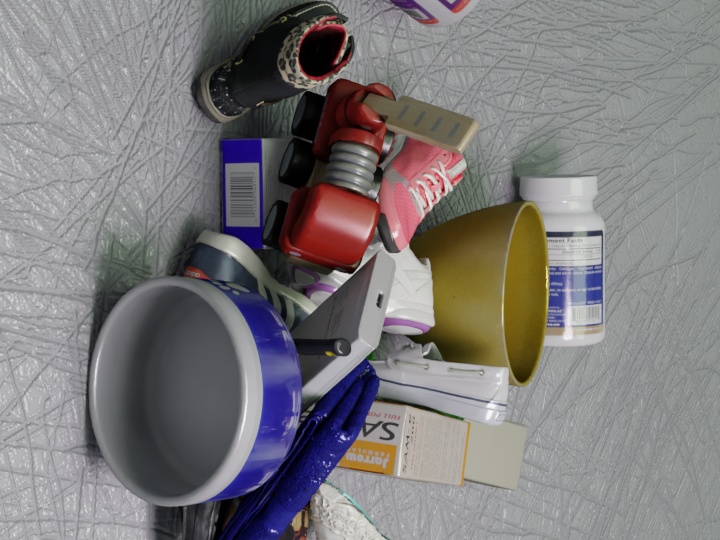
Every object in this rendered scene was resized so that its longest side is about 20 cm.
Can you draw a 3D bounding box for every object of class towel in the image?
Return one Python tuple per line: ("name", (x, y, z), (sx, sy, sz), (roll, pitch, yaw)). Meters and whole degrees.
("towel", (-0.061, 0.181, 1.580), (0.049, 0.201, 0.148), (35, 25, -4))

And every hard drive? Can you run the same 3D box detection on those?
("hard drive", (-0.045, 0.081, 1.582), (0.026, 0.200, 0.132), (36, 35, -16))

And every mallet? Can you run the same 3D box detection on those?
("mallet", (-0.067, 0.074, 1.544), (0.066, 0.199, 0.041), (35, 69, -39))

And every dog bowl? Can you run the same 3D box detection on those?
("dog bowl", (-0.149, 0.107, 1.511), (0.078, 0.199, 0.202), (3, 90, -50))

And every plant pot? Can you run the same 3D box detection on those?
("plant pot", (0.116, 0.023, 1.852), (0.200, 0.141, 0.202), (2, 90, -70))

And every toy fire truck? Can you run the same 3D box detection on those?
("toy fire truck", (0.008, -0.093, 1.563), (0.128, 0.200, 0.178), (19, 75, -14))

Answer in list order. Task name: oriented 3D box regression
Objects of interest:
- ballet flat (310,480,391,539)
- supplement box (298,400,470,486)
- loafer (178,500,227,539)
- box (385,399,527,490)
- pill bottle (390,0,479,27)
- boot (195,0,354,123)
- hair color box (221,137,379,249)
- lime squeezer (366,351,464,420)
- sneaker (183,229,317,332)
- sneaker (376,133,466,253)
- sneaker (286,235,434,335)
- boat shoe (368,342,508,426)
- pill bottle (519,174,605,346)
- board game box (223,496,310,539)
("ballet flat", (-0.011, 0.284, 1.772), (0.072, 0.071, 0.200), (-69, 153, -20))
("supplement box", (0.023, 0.175, 1.745), (0.200, 0.125, 0.074), (24, 73, -66))
("loafer", (-0.160, 0.186, 1.611), (0.068, 0.070, 0.203), (84, 10, -83))
("box", (0.107, 0.196, 1.930), (0.199, 0.068, 0.083), (23, 76, -49))
("pill bottle", (0.041, -0.348, 1.777), (0.199, 0.111, 0.112), (30, 70, -48))
("boot", (-0.049, -0.216, 1.639), (0.203, 0.153, 0.074), (-41, 109, -39))
("hair color box", (-0.053, -0.080, 1.720), (0.199, 0.064, 0.111), (-4, 95, -49))
("lime squeezer", (0.032, 0.098, 1.821), (0.200, 0.070, 0.038), (51, 32, -19))
("sneaker", (-0.108, 0.044, 1.665), (0.200, 0.075, 0.085), (41, 70, -38))
("sneaker", (0.062, -0.097, 1.717), (0.201, 0.086, 0.074), (-73, 148, -49))
("sneaker", (0.000, 0.000, 1.723), (0.199, 0.074, 0.101), (22, 68, -44))
("boat shoe", (0.065, 0.107, 1.760), (0.073, 0.198, 0.067), (13, 90, -70))
("pill bottle", (0.239, -0.014, 2.038), (0.115, 0.115, 0.202), (-5, 97, -50))
("board game box", (-0.104, 0.213, 1.702), (0.135, 0.034, 0.202), (8, 86, -50))
